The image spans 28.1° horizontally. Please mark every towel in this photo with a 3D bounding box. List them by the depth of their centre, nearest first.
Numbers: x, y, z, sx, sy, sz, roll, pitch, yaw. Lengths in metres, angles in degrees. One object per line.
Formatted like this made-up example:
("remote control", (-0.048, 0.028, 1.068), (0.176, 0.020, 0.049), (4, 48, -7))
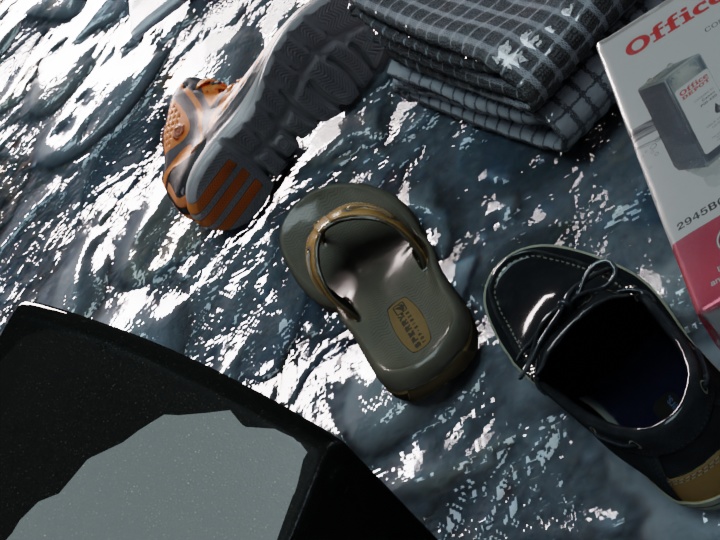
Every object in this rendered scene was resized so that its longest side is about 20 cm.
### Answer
("towel", (0.100, -0.170, 0.848), (0.166, 0.086, 0.200), (-50, 35, -6))

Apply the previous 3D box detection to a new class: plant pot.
("plant pot", (-0.076, 0.153, 0.639), (0.177, 0.200, 0.200), (4, 58, 35))

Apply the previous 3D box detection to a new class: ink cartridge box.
("ink cartridge box", (0.203, -0.060, 0.639), (0.146, 0.085, 0.200), (-31, 36, 20))

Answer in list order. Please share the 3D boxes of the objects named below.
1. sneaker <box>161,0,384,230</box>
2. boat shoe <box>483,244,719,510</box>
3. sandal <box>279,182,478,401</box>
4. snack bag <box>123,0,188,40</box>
("sneaker", (-0.072, -0.127, 0.988), (0.200, 0.078, 0.112), (-49, 37, -3))
("boat shoe", (0.110, 0.034, 0.662), (0.075, 0.062, 0.200), (-46, 34, 4))
("sandal", (0.000, 0.000, 0.811), (0.082, 0.055, 0.200), (-41, 36, 8))
("snack bag", (-0.147, -0.305, 1.284), (0.189, 0.021, 0.200), (-34, 38, 17))
